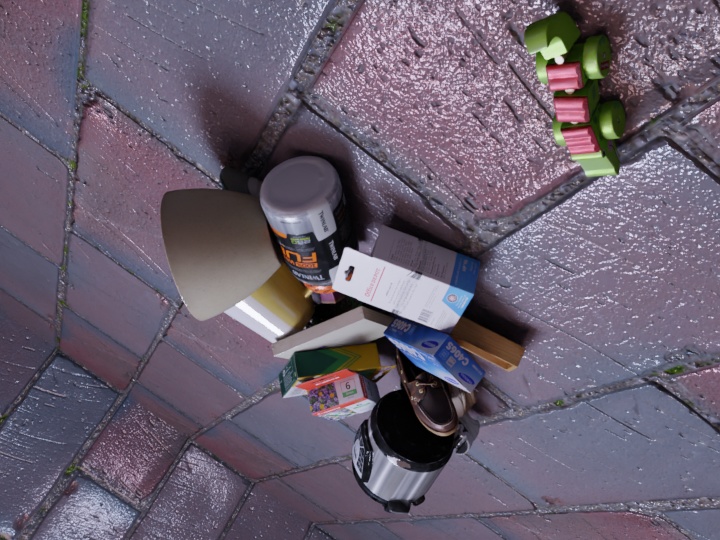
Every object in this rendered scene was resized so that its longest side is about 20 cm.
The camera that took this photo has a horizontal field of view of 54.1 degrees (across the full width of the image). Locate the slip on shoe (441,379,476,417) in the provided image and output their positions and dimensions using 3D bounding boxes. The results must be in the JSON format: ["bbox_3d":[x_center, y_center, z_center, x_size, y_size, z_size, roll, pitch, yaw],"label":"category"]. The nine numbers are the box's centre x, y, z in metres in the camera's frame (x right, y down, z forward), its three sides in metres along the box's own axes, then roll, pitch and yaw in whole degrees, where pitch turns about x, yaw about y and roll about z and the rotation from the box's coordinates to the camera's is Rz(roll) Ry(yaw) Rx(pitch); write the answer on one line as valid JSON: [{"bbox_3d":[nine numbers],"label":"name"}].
[{"bbox_3d":[0.175,0.184,1.287,0.076,0.060,0.203,-132,23,-56],"label":"slip on shoe"}]

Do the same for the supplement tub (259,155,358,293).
[{"bbox_3d":[-0.070,-0.063,1.075,0.121,0.123,0.201,16,147,26],"label":"supplement tub"}]

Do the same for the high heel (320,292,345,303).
[{"bbox_3d":[0.000,0.000,1.182,0.197,0.067,0.098,-8,102,29],"label":"high heel"}]

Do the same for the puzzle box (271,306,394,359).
[{"bbox_3d":[-0.047,0.121,1.283,0.198,0.026,0.133,-23,158,22],"label":"puzzle box"}]

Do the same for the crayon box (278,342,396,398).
[{"bbox_3d":[-0.046,0.189,1.345,0.197,0.052,0.126,-4,156,-23],"label":"crayon box"}]

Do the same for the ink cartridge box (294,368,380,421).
[{"bbox_3d":[-0.038,0.236,1.323,0.107,0.051,0.200,-19,159,10],"label":"ink cartridge box"}]

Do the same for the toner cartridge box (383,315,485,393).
[{"bbox_3d":[0.116,0.134,1.161,0.095,0.043,0.200,43,170,-18],"label":"toner cartridge box"}]

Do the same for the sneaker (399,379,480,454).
[{"bbox_3d":[0.158,0.271,1.418,0.200,0.081,0.075,48,138,11],"label":"sneaker"}]

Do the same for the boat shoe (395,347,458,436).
[{"bbox_3d":[0.113,0.210,1.285,0.201,0.070,0.071,54,165,47],"label":"boat shoe"}]

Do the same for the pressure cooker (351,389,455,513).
[{"bbox_3d":[0.075,0.353,1.356,0.178,0.175,0.202,39,135,18],"label":"pressure cooker"}]

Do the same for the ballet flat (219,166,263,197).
[{"bbox_3d":[-0.148,-0.105,1.164,0.063,0.068,0.201,-24,124,24],"label":"ballet flat"}]

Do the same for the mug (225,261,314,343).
[{"bbox_3d":[-0.158,0.049,1.291,0.153,0.150,0.186,42,148,-11],"label":"mug"}]

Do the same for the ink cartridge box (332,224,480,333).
[{"bbox_3d":[0.066,0.008,1.063,0.197,0.069,0.117,20,142,-1],"label":"ink cartridge box"}]

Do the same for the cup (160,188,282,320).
[{"bbox_3d":[-0.199,-0.040,1.076,0.141,0.202,0.202,-15,140,2],"label":"cup"}]

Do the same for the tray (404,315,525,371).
[{"bbox_3d":[0.167,0.101,1.158,0.198,0.037,0.099,28,171,9],"label":"tray"}]

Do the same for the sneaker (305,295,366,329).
[{"bbox_3d":[-0.031,0.072,1.315,0.084,0.079,0.200,4,154,-27],"label":"sneaker"}]

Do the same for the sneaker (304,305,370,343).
[{"bbox_3d":[-0.057,0.145,1.429,0.198,0.071,0.073,32,151,-6],"label":"sneaker"}]

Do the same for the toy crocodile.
[{"bbox_3d":[0.217,-0.168,0.705,0.067,0.062,0.201,6,142,38],"label":"toy crocodile"}]
